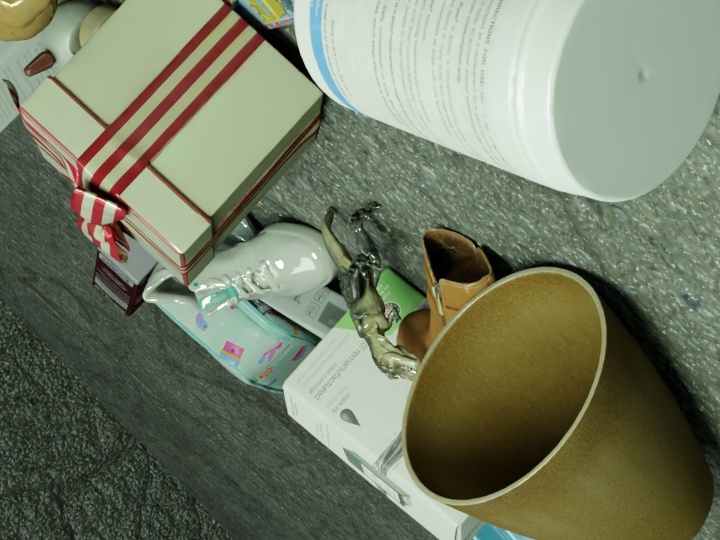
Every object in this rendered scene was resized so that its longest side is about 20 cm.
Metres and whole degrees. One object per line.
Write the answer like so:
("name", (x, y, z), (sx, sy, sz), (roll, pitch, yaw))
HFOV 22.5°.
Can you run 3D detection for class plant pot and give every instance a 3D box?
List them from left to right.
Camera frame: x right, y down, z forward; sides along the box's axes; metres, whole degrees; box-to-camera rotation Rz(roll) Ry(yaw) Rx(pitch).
("plant pot", (0.163, 0.129, 1.314), (0.200, 0.187, 0.186), (37, 169, -32))

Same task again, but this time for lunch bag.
("lunch bag", (-0.127, 0.046, 1.860), (0.160, 0.077, 0.200), (43, -176, 18))

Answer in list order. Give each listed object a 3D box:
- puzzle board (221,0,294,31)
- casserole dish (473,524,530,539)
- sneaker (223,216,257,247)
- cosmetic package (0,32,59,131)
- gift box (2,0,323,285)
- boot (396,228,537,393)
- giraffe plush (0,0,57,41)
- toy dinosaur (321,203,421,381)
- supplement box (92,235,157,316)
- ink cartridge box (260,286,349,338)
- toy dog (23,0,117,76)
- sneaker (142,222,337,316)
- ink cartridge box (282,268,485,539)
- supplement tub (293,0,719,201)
("puzzle board", (-0.116, -0.246, 1.263), (0.200, 0.017, 0.150), (48, 163, -17))
("casserole dish", (0.151, 0.218, 1.678), (0.200, 0.039, 0.121), (48, 129, 14))
("sneaker", (-0.170, -0.066, 1.800), (0.200, 0.073, 0.071), (43, -176, 13))
("cosmetic package", (-0.350, -0.186, 1.649), (0.101, 0.200, 0.074), (34, 162, 30))
("gift box", (-0.158, -0.109, 1.386), (0.200, 0.187, 0.185), (40, 170, 8))
("boot", (0.075, 0.030, 1.448), (0.200, 0.074, 0.155), (24, 149, 51))
("giraffe plush", (-0.287, -0.246, 1.406), (0.171, 0.201, 0.162), (14, 164, 9))
("toy dinosaur", (0.000, 0.000, 1.488), (0.088, 0.047, 0.201), (96, 156, -51))
("supplement box", (-0.232, -0.023, 1.961), (0.061, 0.109, 0.200), (42, 165, 0))
("ink cartridge box", (0.007, 0.068, 1.774), (0.162, 0.057, 0.200), (28, 179, 41))
("toy dog", (-0.238, -0.167, 1.618), (0.132, 0.096, 0.200), (21, 154, 53))
("sneaker", (-0.114, 0.010, 1.685), (0.199, 0.089, 0.076), (-6, 117, 34))
("ink cartridge box", (0.054, 0.121, 1.571), (0.200, 0.146, 0.084), (37, 162, 16))
("supplement tub", (0.071, -0.122, 0.919), (0.199, 0.132, 0.132), (27, 159, 46))
